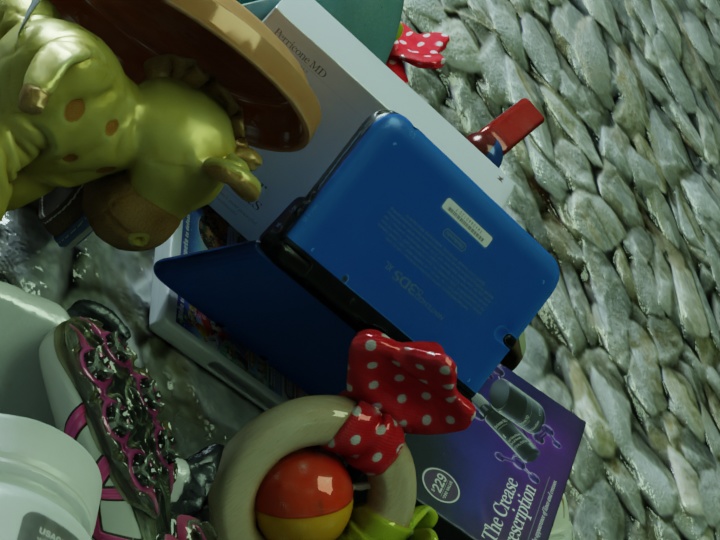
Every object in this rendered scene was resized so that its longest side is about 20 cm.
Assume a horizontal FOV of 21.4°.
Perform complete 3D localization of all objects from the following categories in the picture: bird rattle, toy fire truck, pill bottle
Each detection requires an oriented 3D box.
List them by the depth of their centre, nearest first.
[{"bbox_3d":[-0.188,0.173,0.919,0.114,0.114,0.200,45,34,-31],"label":"pill bottle"},{"bbox_3d":[-0.011,0.133,1.169,0.113,0.163,0.200,-124,-150,-54],"label":"bird rattle"},{"bbox_3d":[0.048,-0.058,1.426,0.112,0.168,0.200,51,25,1],"label":"toy fire truck"},{"bbox_3d":[-0.010,-0.212,1.560,0.163,0.113,0.200,49,25,6],"label":"bird rattle"}]

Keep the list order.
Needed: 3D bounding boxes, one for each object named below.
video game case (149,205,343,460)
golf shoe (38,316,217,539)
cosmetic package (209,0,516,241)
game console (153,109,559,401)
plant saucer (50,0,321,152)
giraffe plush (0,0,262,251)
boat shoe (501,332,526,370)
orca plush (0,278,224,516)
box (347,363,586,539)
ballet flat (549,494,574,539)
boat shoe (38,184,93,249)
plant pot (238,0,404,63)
[{"bbox_3d":[-0.071,0.030,1.336,0.200,0.018,0.143,40,37,-38],"label":"video game case"},{"bbox_3d":[-0.141,0.125,1.043,0.073,0.092,0.200,-43,114,-68],"label":"golf shoe"},{"bbox_3d":[-0.019,-0.069,1.285,0.200,0.151,0.052,41,30,-5],"label":"cosmetic package"},{"bbox_3d":[0.000,0.000,1.245,0.200,0.171,0.118,40,-5,-37],"label":"game console"},{"bbox_3d":[-0.109,-0.137,1.114,0.200,0.200,0.032,40,73,-37],"label":"plant saucer"},{"bbox_3d":[-0.146,-0.078,1.079,0.162,0.200,0.173,24,43,-30],"label":"giraffe plush"},{"bbox_3d":[0.099,0.024,1.481,0.200,0.072,0.076,92,8,-71],"label":"boat shoe"},{"bbox_3d":[-0.165,0.063,1.094,0.200,0.105,0.071,28,6,-26],"label":"orca plush"},{"bbox_3d":[0.069,0.146,1.366,0.141,0.079,0.200,32,33,-2],"label":"box"},{"bbox_3d":[0.126,0.169,1.497,0.067,0.062,0.200,-19,80,-36],"label":"ballet flat"},{"bbox_3d":[-0.185,-0.096,1.205,0.072,0.072,0.200,36,32,-28],"label":"boat shoe"},{"bbox_3d":[-0.052,-0.181,1.386,0.200,0.200,0.135,-73,151,-52],"label":"plant pot"}]
